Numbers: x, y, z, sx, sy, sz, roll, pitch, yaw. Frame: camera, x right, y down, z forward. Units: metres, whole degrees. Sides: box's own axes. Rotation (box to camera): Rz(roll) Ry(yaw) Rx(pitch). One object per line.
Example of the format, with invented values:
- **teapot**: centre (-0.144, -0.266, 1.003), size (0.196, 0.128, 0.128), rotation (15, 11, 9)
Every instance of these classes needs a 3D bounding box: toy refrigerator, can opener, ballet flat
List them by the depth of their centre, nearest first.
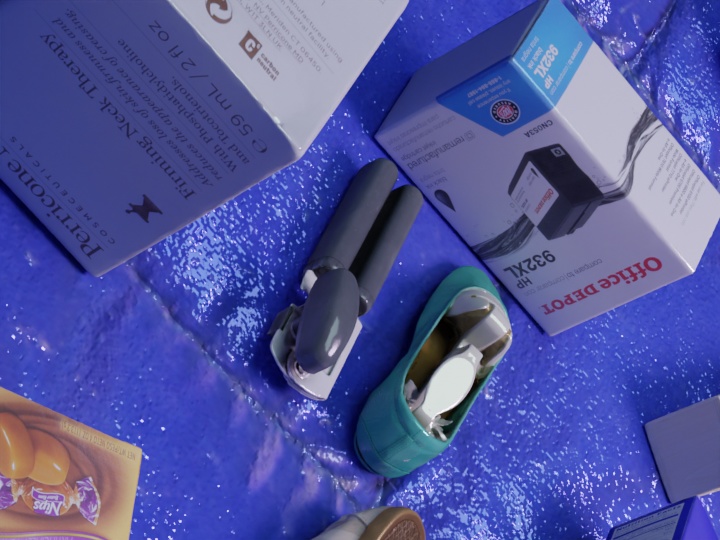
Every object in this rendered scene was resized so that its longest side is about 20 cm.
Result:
- **can opener**: centre (0.000, 0.000, 1.418), size (0.053, 0.067, 0.201), rotation (45, 46, -19)
- **ballet flat**: centre (0.064, 0.060, 1.449), size (0.067, 0.070, 0.200), rotation (49, 44, -14)
- **toy refrigerator**: centre (0.309, 0.123, 1.652), size (0.199, 0.076, 0.071), rotation (-9, 77, -46)

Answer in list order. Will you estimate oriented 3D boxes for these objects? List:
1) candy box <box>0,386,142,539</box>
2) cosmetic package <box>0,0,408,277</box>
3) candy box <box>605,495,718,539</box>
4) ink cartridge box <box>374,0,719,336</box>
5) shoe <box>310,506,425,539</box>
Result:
- **candy box**: centre (-0.187, 0.170, 1.163), size (0.116, 0.056, 0.202), rotation (28, 55, -33)
- **cosmetic package**: centre (-0.114, -0.135, 1.275), size (0.167, 0.199, 0.167), rotation (47, 45, -16)
- **candy box**: centre (0.207, 0.272, 1.428), size (0.170, 0.077, 0.200), rotation (63, 26, -13)
- **ink cartridge box**: centre (0.132, -0.069, 1.521), size (0.200, 0.145, 0.084), rotation (48, 46, -16)
- **shoe**: centre (-0.034, 0.207, 1.303), size (0.200, 0.053, 0.070), rotation (-42, 133, -42)
